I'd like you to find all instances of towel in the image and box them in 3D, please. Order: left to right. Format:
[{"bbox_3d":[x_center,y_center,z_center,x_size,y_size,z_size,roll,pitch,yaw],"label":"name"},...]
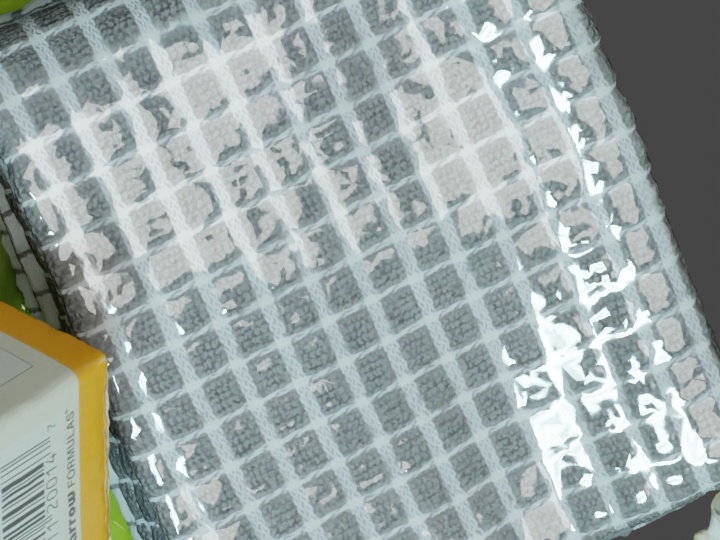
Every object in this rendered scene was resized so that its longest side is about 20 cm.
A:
[{"bbox_3d":[0.000,0.000,0.790,0.165,0.086,0.200,-26,102,-11],"label":"towel"}]

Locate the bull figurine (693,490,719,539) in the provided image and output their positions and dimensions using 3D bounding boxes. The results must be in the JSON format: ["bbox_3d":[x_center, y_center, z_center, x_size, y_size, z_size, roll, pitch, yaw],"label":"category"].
[{"bbox_3d":[0.163,0.071,0.835,0.200,0.065,0.121,-44,148,-1],"label":"bull figurine"}]

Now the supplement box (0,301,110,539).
[{"bbox_3d":[-0.168,0.066,0.680,0.200,0.126,0.074,-32,136,-42],"label":"supplement box"}]
